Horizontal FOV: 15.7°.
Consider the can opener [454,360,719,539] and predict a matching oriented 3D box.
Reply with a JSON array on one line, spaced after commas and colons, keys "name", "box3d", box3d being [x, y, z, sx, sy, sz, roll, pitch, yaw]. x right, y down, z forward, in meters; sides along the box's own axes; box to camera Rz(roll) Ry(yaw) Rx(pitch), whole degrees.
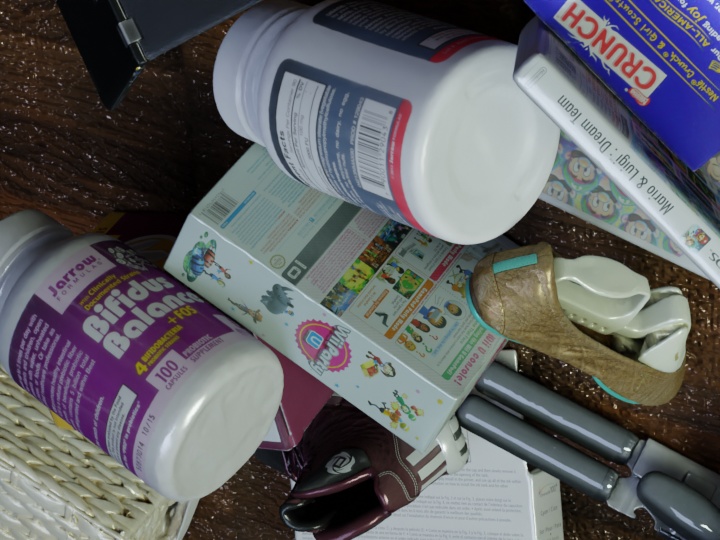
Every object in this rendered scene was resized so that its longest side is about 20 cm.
[{"name": "can opener", "box3d": [0.157, 0.118, 1.680, 0.200, 0.053, 0.066, 27, 165, 9]}]

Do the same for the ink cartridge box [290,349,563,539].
[{"name": "ink cartridge box", "box3d": [0.041, 0.137, 1.793, 0.200, 0.045, 0.177, 0, 99, 34]}]

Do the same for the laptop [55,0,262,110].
[{"name": "laptop", "box3d": [-0.128, -0.223, 1.594, 0.188, 0.116, 0.200, 66, 163, 3]}]

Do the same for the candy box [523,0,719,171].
[{"name": "candy box", "box3d": [0.192, -0.182, 1.378, 0.169, 0.077, 0.200, 45, 122, -2]}]

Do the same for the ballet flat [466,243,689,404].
[{"name": "ballet flat", "box3d": [0.149, 0.028, 1.553, 0.072, 0.068, 0.200, -30, 141, 32]}]

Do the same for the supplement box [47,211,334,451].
[{"name": "supplement box", "box3d": [-0.110, 0.038, 1.751, 0.200, 0.131, 0.103, 2, 124, 31]}]

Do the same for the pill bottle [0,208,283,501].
[{"name": "pill bottle", "box3d": [-0.154, 0.046, 1.621, 0.200, 0.112, 0.112, 34, 138, 25]}]

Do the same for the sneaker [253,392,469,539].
[{"name": "sneaker", "box3d": [-0.033, 0.128, 1.723, 0.200, 0.115, 0.076, -3, 119, 47]}]

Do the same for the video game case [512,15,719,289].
[{"name": "video game case", "box3d": [0.153, -0.059, 1.407, 0.182, 0.200, 0.024, 45, 101, -5]}]

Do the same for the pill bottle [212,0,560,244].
[{"name": "pill bottle", "box3d": [0.010, -0.098, 1.549, 0.200, 0.120, 0.120, 23, 138, 44]}]

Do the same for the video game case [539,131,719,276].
[{"name": "video game case", "box3d": [0.191, -0.081, 1.518, 0.200, 0.024, 0.182, 26, 135, 14]}]

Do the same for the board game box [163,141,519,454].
[{"name": "board game box", "box3d": [0.000, 0.000, 1.634, 0.200, 0.148, 0.064, 35, 135, 6]}]

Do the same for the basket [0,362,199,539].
[{"name": "basket", "box3d": [-0.231, 0.153, 1.931, 0.200, 0.123, 0.136, 31, 135, 10]}]
